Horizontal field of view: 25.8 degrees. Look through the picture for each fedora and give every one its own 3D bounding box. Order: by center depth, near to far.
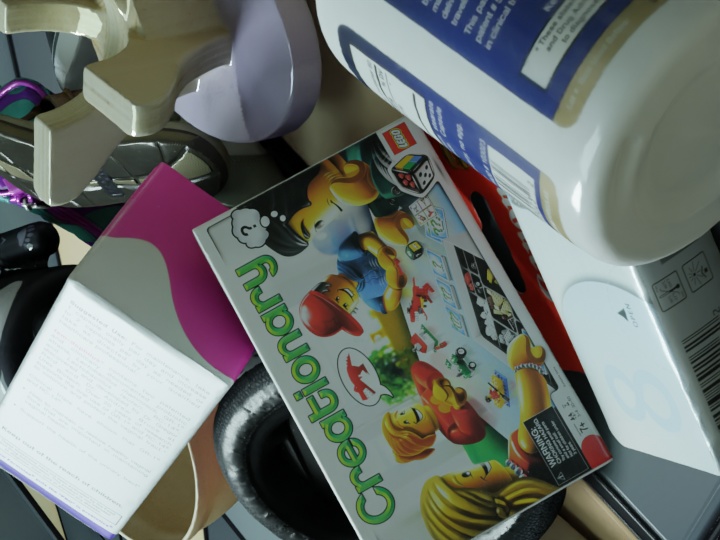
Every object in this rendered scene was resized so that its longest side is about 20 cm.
[{"bbox_3d":[0.021,0.086,0.887,0.200,0.092,0.201,9,131,11],"label":"fedora"}]

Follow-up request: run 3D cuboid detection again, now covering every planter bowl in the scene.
[{"bbox_3d":[-0.136,0.098,1.213,0.200,0.135,0.200,26,127,40],"label":"planter bowl"}]

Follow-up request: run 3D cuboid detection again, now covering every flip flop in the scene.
[{"bbox_3d":[-0.167,-0.083,0.985,0.200,0.058,0.081,3,148,27],"label":"flip flop"}]

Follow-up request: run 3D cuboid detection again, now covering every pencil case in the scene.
[{"bbox_3d":[-0.202,-0.060,1.136,0.200,0.085,0.093,37,-137,-61],"label":"pencil case"}]

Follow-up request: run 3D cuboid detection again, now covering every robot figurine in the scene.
[{"bbox_3d":[-0.217,0.059,1.082,0.125,0.150,0.200,36,154,-31],"label":"robot figurine"}]

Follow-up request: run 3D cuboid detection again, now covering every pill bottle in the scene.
[{"bbox_3d":[0.054,-0.099,0.579,0.200,0.111,0.111,41,155,34],"label":"pill bottle"}]

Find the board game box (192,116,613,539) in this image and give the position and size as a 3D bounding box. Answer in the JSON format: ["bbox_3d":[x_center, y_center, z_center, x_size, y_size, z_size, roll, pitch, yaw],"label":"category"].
[{"bbox_3d":[0.019,0.038,0.778,0.200,0.126,0.035,60,174,9],"label":"board game box"}]

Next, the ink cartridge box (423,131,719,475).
[{"bbox_3d":[0.091,0.002,0.733,0.200,0.047,0.160,8,128,61],"label":"ink cartridge box"}]

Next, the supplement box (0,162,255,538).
[{"bbox_3d":[-0.127,0.050,0.881,0.103,0.101,0.200,34,139,-3],"label":"supplement box"}]

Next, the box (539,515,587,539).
[{"bbox_3d":[0.079,0.205,0.971,0.200,0.109,0.128,42,157,34],"label":"box"}]

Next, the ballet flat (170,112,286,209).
[{"bbox_3d":[-0.109,-0.084,1.030,0.200,0.067,0.064,24,116,51],"label":"ballet flat"}]

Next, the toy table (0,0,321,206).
[{"bbox_3d":[-0.125,-0.131,0.864,0.200,0.117,0.184,25,123,47],"label":"toy table"}]

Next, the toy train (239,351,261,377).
[{"bbox_3d":[-0.081,0.023,1.028,0.114,0.085,0.200,49,-177,2],"label":"toy train"}]

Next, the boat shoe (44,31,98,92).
[{"bbox_3d":[-0.183,-0.185,1.027,0.068,0.072,0.200,50,159,21],"label":"boat shoe"}]
